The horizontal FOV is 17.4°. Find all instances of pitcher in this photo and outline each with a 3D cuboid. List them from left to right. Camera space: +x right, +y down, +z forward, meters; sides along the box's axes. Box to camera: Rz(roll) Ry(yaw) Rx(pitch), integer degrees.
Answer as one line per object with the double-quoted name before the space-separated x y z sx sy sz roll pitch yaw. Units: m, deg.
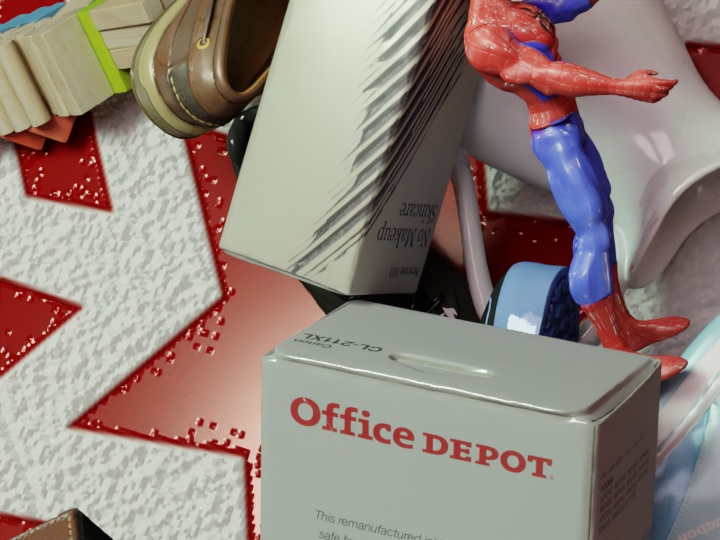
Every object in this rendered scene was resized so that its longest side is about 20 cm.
"pitcher" 0.078 -0.071 1.073 0.172 0.121 0.200 -44 73 -4

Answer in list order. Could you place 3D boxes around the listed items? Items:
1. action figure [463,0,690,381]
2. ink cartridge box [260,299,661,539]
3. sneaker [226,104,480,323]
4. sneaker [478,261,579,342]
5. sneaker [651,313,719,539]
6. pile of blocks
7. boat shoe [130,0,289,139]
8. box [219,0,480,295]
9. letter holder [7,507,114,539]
"action figure" 0.109 -0.059 0.971 0.099 0.065 0.200 -23 108 16
"ink cartridge box" 0.040 0.125 0.957 0.145 0.083 0.201 11 111 25
"sneaker" 0.000 0.000 1.094 0.076 0.091 0.200 -45 65 1
"sneaker" 0.040 0.086 1.030 0.078 0.070 0.201 17 106 20
"sneaker" 0.158 0.123 1.003 0.130 0.080 0.200 37 95 22
"pile of blocks" -0.150 -0.103 1.210 0.199 0.082 0.062 -15 111 25
"boat shoe" -0.035 -0.150 1.145 0.067 0.072 0.200 -5 50 53
"box" 0.010 -0.093 1.003 0.068 0.082 0.201 19 99 23
"letter holder" -0.150 0.233 1.038 0.142 0.101 0.200 -25 48 14
